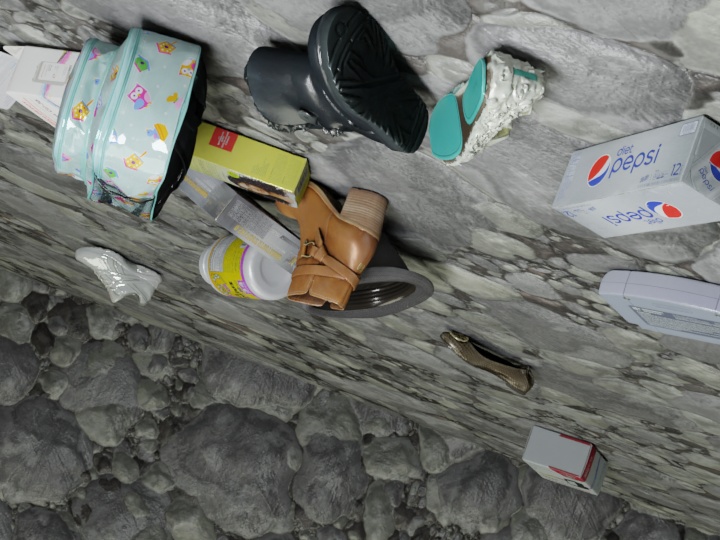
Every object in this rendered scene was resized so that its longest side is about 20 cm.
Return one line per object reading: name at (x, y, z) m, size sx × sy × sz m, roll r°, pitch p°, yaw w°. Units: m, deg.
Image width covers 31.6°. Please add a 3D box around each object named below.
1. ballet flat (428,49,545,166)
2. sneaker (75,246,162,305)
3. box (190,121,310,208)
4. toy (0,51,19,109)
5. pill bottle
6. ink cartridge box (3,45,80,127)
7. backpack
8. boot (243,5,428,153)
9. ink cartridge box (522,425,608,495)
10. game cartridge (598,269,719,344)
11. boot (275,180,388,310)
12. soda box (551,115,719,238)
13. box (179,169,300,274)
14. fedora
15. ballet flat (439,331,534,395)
ballet flat at (0.113, -0.137, 1.126) m, size 0.071 × 0.072 × 0.200 m, roll 23°, pitch 168°, yaw -7°
sneaker at (-0.537, 0.016, 2.784) m, size 0.198 × 0.100 × 0.078 m, roll 25°, pitch 167°, yaw -15°
box at (-0.164, -0.142, 1.603) m, size 0.198 × 0.051 × 0.075 m, roll 21°, pitch 168°, yaw 7°
toy at (-0.512, -0.273, 1.605) m, size 0.199 × 0.048 × 0.115 m, roll 12°, pitch 150°, yaw -39°
pill bottle at (-0.187, -0.007, 2.083) m, size 0.104 × 0.105 × 0.199 m, roll 29°, pitch 166°, yaw -31°
ink cartridge box at (-0.344, -0.213, 1.553) m, size 0.198 × 0.068 × 0.116 m, roll 12°, pitch 165°, yaw 31°
backpack at (-0.240, -0.164, 1.350) m, size 0.152 × 0.178 × 0.200 m, roll 21°, pitch 164°, yaw -17°
boot at (-0.045, -0.179, 1.179) m, size 0.167 × 0.077 × 0.200 m, roll 15°, pitch 165°, yaw 31°
ink cartridge box at (0.466, 0.432, 2.879) m, size 0.144 × 0.084 × 0.200 m, roll 15°, pitch 165°, yaw 27°
game cartridge at (0.388, 0.046, 1.498) m, size 0.199 × 0.042 × 0.133 m, roll 12°, pitch 160°, yaw 39°
boot at (-0.063, -0.033, 1.643) m, size 0.199 × 0.156 × 0.073 m, roll 8°, pitch 162°, yaw 47°
soda box at (0.256, -0.078, 1.125) m, size 0.068 × 0.064 × 0.200 m, roll 27°, pitch 166°, yaw -19°
box at (-0.170, -0.082, 1.747) m, size 0.158 × 0.048 × 0.200 m, roll 40°, pitch -178°, yaw 38°
fedora at (0.000, 0.000, 1.761) m, size 0.199 × 0.091 × 0.176 m, roll 5°, pitch 157°, yaw -42°
ballet flat at (0.225, 0.152, 2.218) m, size 0.199 × 0.047 × 0.068 m, roll 32°, pitch -164°, yaw -17°
